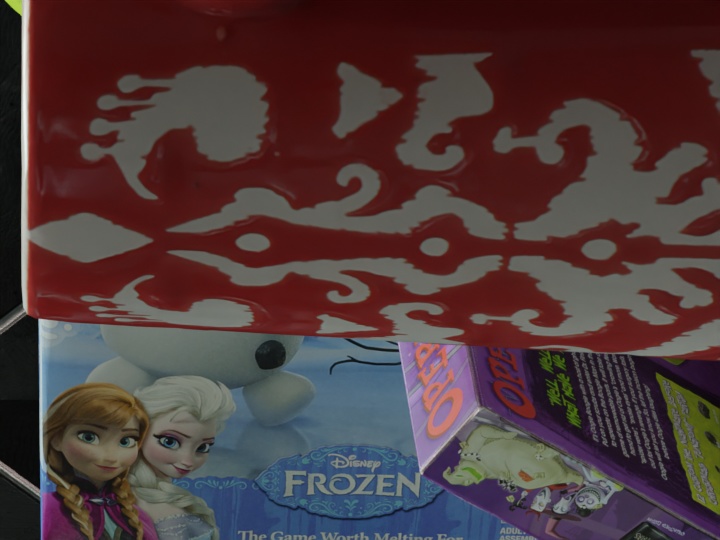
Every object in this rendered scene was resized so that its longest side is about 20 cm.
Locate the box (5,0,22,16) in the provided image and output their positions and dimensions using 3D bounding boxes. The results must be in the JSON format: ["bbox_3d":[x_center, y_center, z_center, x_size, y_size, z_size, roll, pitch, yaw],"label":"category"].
[{"bbox_3d":[-0.085,-0.130,0.916,0.122,0.048,0.200,43,159,25],"label":"box"}]

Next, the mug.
[{"bbox_3d":[0.035,-0.060,0.560,0.178,0.199,0.134,95,173,-45],"label":"mug"}]

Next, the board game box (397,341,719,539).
[{"bbox_3d":[0.058,0.009,0.758,0.032,0.120,0.200,-45,27,23],"label":"board game box"}]

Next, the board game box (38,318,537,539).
[{"bbox_3d":[0.000,0.000,0.903,0.043,0.199,0.200,-96,8,-59],"label":"board game box"}]
